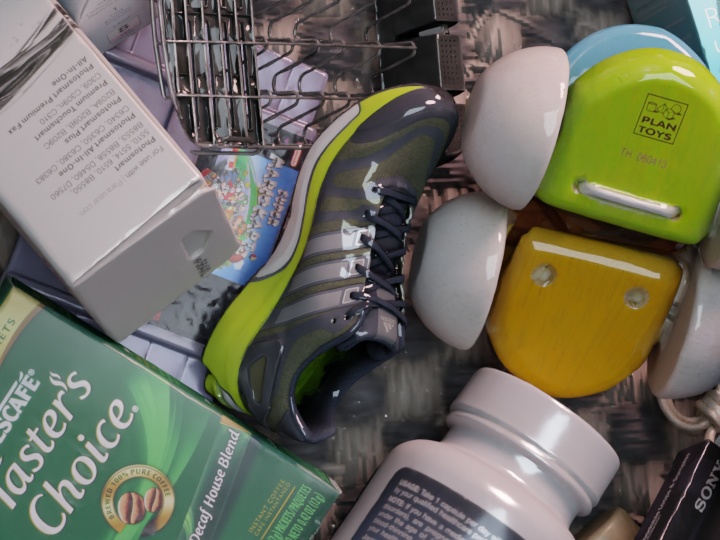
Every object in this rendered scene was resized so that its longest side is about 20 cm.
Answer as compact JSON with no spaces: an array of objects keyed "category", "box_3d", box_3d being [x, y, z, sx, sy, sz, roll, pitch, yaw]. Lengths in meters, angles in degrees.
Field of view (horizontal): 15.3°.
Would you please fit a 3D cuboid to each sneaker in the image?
[{"category":"sneaker","box_3d":[0.000,0.000,1.337,0.074,0.081,0.200,12,111,-47]}]

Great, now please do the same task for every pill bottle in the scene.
[{"category":"pill bottle","box_3d":[0.042,0.156,1.362,0.120,0.120,0.200,37,77,-8]}]

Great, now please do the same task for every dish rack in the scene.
[{"category":"dish rack","box_3d":[-0.029,-0.125,1.369,0.200,0.055,0.153,-1,83,-39]}]

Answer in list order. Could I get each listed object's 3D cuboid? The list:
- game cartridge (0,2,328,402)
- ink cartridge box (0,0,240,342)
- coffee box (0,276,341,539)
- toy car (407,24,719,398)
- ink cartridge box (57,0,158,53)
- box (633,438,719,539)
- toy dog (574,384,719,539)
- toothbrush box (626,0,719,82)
[{"category":"game cartridge","box_3d":[-0.104,-0.033,1.390,0.130,0.038,0.200,20,80,-7]},{"category":"ink cartridge box","box_3d":[-0.157,-0.074,1.292,0.084,0.146,0.200,-39,78,-4]},{"category":"coffee box","box_3d":[-0.126,0.106,1.347,0.200,0.044,0.123,34,91,-12]},{"category":"toy car","box_3d":[0.126,-0.040,1.381,0.175,0.150,0.200,15,122,-7]},{"category":"ink cartridge box","box_3d":[-0.167,-0.200,1.288,0.057,0.200,0.163,-35,81,-1]},{"category":"box","box_3d":[0.214,0.199,1.343,0.200,0.036,0.143,37,58,-9]},{"category":"toy dog","box_3d":[0.195,0.134,1.416,0.132,0.096,0.200,32,78,-10]},{"category":"toothbrush box","box_3d":[0.222,-0.177,1.461,0.146,0.085,0.200,-16,87,-15]}]
